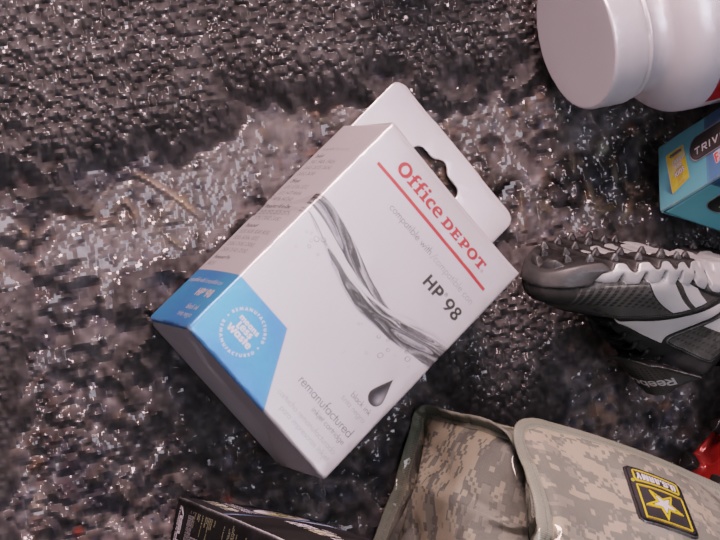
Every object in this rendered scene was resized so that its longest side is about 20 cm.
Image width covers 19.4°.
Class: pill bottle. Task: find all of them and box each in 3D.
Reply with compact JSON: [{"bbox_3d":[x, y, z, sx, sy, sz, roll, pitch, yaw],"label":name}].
[{"bbox_3d":[0.207,-0.154,1.206,0.200,0.112,0.112,-15,98,-22],"label":"pill bottle"}]

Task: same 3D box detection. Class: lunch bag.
[{"bbox_3d":[0.121,0.150,1.132,0.164,0.200,0.118,21,84,-22],"label":"lunch bag"}]

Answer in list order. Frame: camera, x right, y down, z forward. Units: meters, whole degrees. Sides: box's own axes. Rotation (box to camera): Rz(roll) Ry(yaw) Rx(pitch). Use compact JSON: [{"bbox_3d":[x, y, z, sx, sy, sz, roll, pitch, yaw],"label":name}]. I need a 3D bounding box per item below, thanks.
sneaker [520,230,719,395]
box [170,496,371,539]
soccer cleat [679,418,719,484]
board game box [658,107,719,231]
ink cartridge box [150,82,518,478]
[{"bbox_3d":[0.165,0.028,1.203,0.200,0.066,0.091,2,101,-44],"label":"sneaker"},{"bbox_3d":[-0.050,0.229,1.080,0.086,0.164,0.200,13,86,-23],"label":"box"},{"bbox_3d":[0.274,0.073,1.257,0.085,0.069,0.200,31,97,-34],"label":"soccer cleat"},{"bbox_3d":[0.298,-0.056,1.220,0.200,0.151,0.047,17,59,-27],"label":"board game box"},{"bbox_3d":[0.000,0.000,1.145,0.200,0.067,0.116,-46,107,-15],"label":"ink cartridge box"}]
